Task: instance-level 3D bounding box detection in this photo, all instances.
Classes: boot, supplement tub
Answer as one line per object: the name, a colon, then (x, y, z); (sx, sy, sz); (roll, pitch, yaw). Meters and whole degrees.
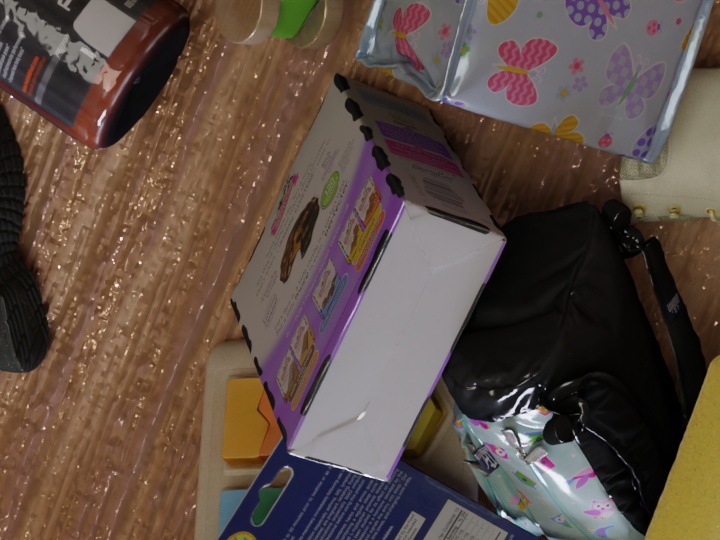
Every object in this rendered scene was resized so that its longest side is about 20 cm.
boot: (-0.285, -0.020, 1.836); (0.130, 0.068, 0.201); (-3, 103, 23)
boot: (0.235, -0.032, 1.671); (0.154, 0.072, 0.201); (-5, 100, 18)
supplement tub: (-0.213, -0.170, 1.739); (0.200, 0.107, 0.107); (34, 112, 5)

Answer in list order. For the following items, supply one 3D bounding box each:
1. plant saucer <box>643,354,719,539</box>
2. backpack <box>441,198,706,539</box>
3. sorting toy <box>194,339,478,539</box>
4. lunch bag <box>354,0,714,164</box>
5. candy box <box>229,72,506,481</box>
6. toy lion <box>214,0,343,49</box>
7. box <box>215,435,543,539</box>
plant saucer: (0.265, 0.143, 1.646); (0.048, 0.199, 0.201); (48, 128, 48)
backpack: (0.127, 0.077, 1.682); (0.126, 0.167, 0.200); (2, 139, 33)
sorting toy: (-0.017, 0.127, 1.746); (0.184, 0.036, 0.201); (-4, 64, 18)
lunch bag: (0.115, -0.181, 1.596); (0.169, 0.127, 0.201); (15, 98, -33)
candy box: (0.000, 0.000, 1.675); (0.071, 0.200, 0.168); (18, 110, -20)
toy lion: (-0.036, -0.240, 1.630); (0.192, 0.068, 0.200); (-58, 48, 31)
box: (0.019, 0.179, 1.675); (0.199, 0.032, 0.121); (29, 75, 14)
